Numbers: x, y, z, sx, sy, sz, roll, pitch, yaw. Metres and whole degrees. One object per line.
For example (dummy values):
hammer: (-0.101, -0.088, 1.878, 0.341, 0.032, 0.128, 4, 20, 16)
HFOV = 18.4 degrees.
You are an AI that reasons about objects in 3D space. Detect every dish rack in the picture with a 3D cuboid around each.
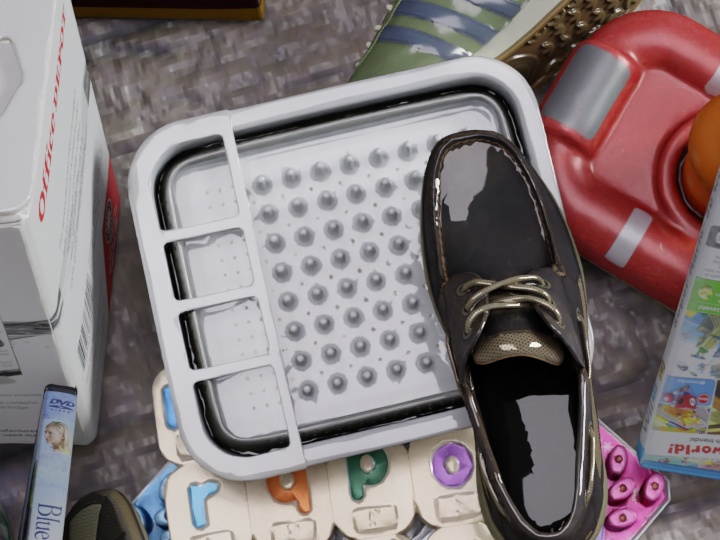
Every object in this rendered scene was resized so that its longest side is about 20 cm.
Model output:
dish rack: (0.000, 0.000, 1.056, 0.198, 0.044, 0.173, -13, 82, -1)

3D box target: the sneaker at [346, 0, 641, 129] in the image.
sneaker: (0.044, -0.123, 1.127, 0.199, 0.067, 0.090, -35, 59, 2)

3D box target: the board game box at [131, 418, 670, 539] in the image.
board game box: (0.017, 0.114, 1.084, 0.200, 0.026, 0.200, 41, 81, 11)

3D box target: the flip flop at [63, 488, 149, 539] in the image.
flip flop: (-0.080, 0.194, 1.051, 0.057, 0.081, 0.201, -30, 86, -47)

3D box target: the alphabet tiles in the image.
alphabet tiles: (0.002, 0.081, 1.072, 0.198, 0.015, 0.198, -9, 76, 0)

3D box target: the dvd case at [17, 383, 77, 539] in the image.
dvd case: (-0.148, 0.170, 0.978, 0.017, 0.143, 0.201, 8, 43, -9)

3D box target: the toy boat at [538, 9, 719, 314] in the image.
toy boat: (0.178, -0.047, 1.060, 0.199, 0.131, 0.131, 30, 80, 7)

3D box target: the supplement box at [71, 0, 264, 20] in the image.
supplement box: (-0.147, -0.219, 1.083, 0.195, 0.200, 0.134, 1, 76, 3)

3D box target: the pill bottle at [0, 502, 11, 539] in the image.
pill bottle: (-0.230, 0.119, 1.005, 0.112, 0.200, 0.114, -1, 76, 3)

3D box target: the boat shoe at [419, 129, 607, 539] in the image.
boat shoe: (0.074, 0.031, 0.994, 0.074, 0.073, 0.202, -14, 83, -2)

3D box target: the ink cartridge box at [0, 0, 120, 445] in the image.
ink cartridge box: (-0.168, -0.030, 1.023, 0.082, 0.201, 0.148, 0, 58, 3)

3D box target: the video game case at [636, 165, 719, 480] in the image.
video game case: (0.219, 0.016, 1.024, 0.142, 0.018, 0.202, 9, 120, -6)
